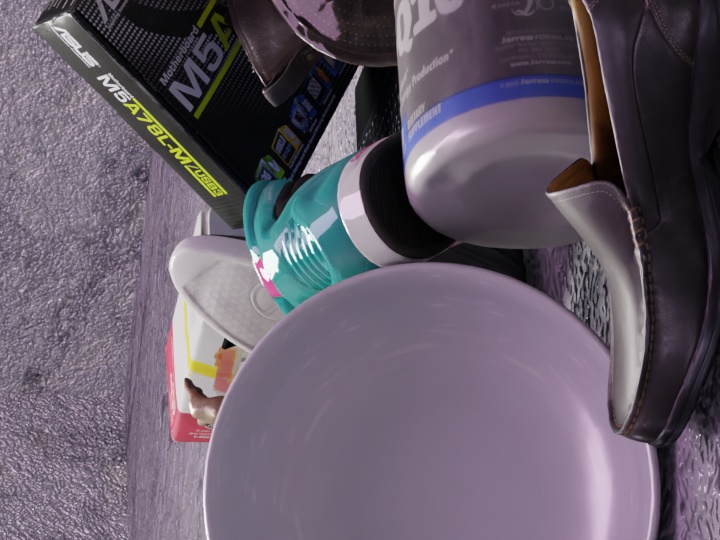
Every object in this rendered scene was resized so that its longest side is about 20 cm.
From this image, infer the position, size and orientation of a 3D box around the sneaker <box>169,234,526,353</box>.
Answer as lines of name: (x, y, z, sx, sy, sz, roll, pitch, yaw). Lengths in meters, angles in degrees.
sneaker: (0.000, 0.000, 1.133, 0.071, 0.199, 0.099, 115, 167, -46)

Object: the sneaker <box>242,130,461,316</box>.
sneaker: (0.011, -0.024, 1.046, 0.200, 0.121, 0.084, -22, -92, -58)

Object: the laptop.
laptop: (-0.026, -0.072, 1.340, 0.177, 0.103, 0.201, 116, 155, -63)

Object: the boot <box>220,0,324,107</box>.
boot: (-0.014, -0.203, 1.304, 0.069, 0.174, 0.200, 45, -161, -35)

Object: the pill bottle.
pill bottle: (0.071, -0.121, 0.973, 0.114, 0.113, 0.201, 111, 159, -60)

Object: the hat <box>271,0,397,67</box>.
hat: (0.039, -0.204, 1.182, 0.081, 0.200, 0.201, 9, -98, -62)

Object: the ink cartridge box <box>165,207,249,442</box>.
ink cartridge box: (-0.054, 0.043, 1.516, 0.200, 0.145, 0.084, 109, 160, -57)

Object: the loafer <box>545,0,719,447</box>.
loafer: (0.108, -0.029, 0.862, 0.073, 0.072, 0.201, -156, 69, -78)

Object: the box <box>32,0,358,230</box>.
box: (-0.087, -0.161, 1.360, 0.047, 0.193, 0.200, -10, 43, 43)

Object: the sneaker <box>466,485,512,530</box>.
sneaker: (0.064, 0.166, 1.061, 0.200, 0.080, 0.089, 99, 163, -58)

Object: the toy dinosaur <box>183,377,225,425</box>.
toy dinosaur: (0.001, 0.081, 1.055, 0.200, 0.135, 0.086, 30, -132, -59)

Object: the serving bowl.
serving bowl: (0.035, 0.100, 0.952, 0.066, 0.199, 0.201, 35, -125, -74)
